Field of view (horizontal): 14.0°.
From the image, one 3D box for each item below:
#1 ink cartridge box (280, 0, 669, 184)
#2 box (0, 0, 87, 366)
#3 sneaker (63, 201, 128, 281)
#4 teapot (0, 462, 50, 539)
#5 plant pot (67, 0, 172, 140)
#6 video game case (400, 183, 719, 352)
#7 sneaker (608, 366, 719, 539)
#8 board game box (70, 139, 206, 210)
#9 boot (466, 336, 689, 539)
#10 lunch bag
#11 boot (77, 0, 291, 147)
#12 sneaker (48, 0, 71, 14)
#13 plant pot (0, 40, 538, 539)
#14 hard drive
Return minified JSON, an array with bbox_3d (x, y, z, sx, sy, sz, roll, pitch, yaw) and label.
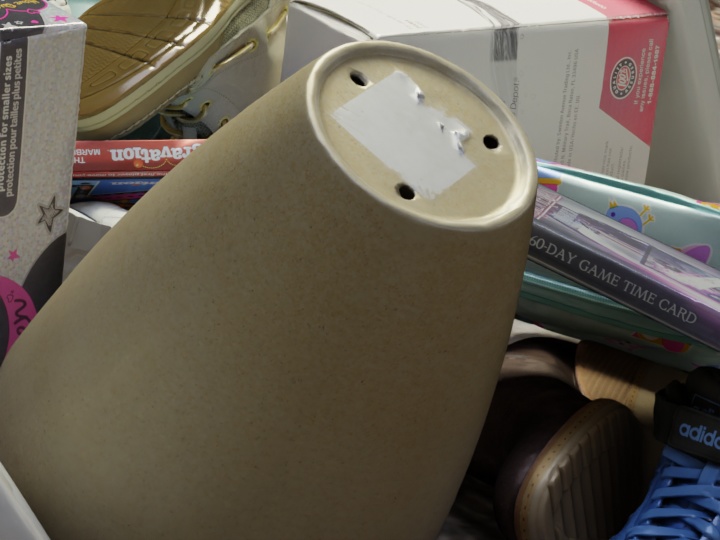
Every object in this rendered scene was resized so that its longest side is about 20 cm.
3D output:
[{"bbox_3d":[0.055,-0.072,1.539,0.200,0.147,0.083,-7,24,-35],"label":"ink cartridge box"},{"bbox_3d":[-0.201,-0.021,1.225,0.132,0.201,0.115,-8,27,-36],"label":"box"},{"bbox_3d":[-0.083,0.013,1.374,0.080,0.077,0.200,4,20,-40],"label":"sneaker"},{"bbox_3d":[-0.197,0.089,1.009,0.146,0.198,0.200,-33,-3,-6],"label":"teapot"},{"bbox_3d":[-0.154,-0.134,1.606,0.200,0.201,0.134,5,47,-9],"label":"plant pot"},{"bbox_3d":[0.107,-0.004,1.215,0.200,0.019,0.143,27,9,5],"label":"video game case"},{"bbox_3d":[0.128,0.097,1.161,0.077,0.112,0.200,20,23,29],"label":"sneaker"},{"bbox_3d":[-0.156,-0.037,1.442,0.199,0.020,0.103,-1,-18,-12],"label":"board game box"},{"bbox_3d":[0.045,0.076,1.276,0.166,0.073,0.200,4,15,22],"label":"boot"},{"bbox_3d":[0.126,0.001,1.392,0.160,0.077,0.200,14,-4,16],"label":"lunch bag"},{"bbox_3d":[-0.087,-0.078,1.506,0.072,0.155,0.200,14,41,27],"label":"boot"},{"bbox_3d":[-0.217,-0.053,1.500,0.200,0.116,0.076,-29,17,3],"label":"sneaker"},{"bbox_3d":[-0.019,0.015,1.101,0.187,0.200,0.188,17,43,-17],"label":"plant pot"},{"bbox_3d":[0.152,-0.115,1.630,0.026,0.200,0.132,-34,39,-23],"label":"hard drive"}]
